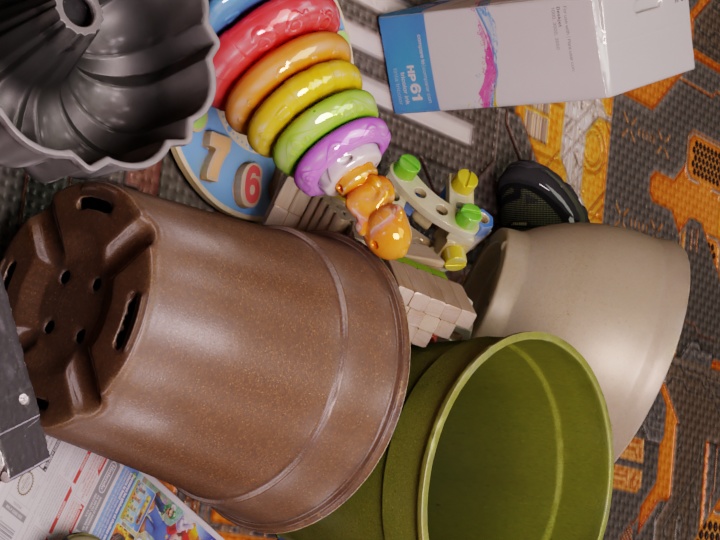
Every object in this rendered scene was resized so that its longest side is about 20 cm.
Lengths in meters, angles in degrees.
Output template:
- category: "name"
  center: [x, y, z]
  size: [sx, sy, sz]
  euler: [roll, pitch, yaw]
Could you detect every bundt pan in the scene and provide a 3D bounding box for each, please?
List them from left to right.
- category: "bundt pan"
  center: [-0.185, -0.140, 1.090]
  size: [0.202, 0.076, 0.202]
  euler: [18, 61, -35]

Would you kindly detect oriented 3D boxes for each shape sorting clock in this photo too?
- category: "shape sorting clock"
  center: [-0.068, -0.135, 1.296]
  size: [0.200, 0.039, 0.200]
  euler: [3, 86, -51]

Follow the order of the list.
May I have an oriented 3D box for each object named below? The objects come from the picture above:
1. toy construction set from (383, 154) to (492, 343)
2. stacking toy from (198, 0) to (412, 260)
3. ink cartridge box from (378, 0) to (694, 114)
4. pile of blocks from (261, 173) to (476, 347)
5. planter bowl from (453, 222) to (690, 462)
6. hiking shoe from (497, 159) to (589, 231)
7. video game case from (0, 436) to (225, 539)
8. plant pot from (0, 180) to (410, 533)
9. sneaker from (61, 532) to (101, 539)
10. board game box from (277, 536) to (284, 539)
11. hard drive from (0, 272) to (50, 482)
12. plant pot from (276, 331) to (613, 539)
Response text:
- category: "toy construction set"
  center: [0.032, -0.007, 1.340]
  size: [0.131, 0.092, 0.200]
  euler: [27, 32, -10]
- category: "stacking toy"
  center: [-0.025, -0.090, 1.177]
  size: [0.110, 0.116, 0.200]
  euler: [-23, 69, -36]
- category: "ink cartridge box"
  center: [0.138, -0.178, 1.427]
  size: [0.144, 0.200, 0.085]
  euler: [-22, 106, -49]
- category: "pile of blocks"
  center: [0.000, 0.000, 1.241]
  size: [0.082, 0.200, 0.062]
  euler: [11, 115, -42]
- category: "planter bowl"
  center: [0.144, 0.046, 1.406]
  size: [0.135, 0.200, 0.200]
  euler: [22, 67, -9]
- category: "hiking shoe"
  center: [0.146, 0.010, 1.530]
  size: [0.101, 0.076, 0.200]
  euler: [-33, 115, -50]
- category: "video game case"
  center: [-0.172, 0.187, 1.172]
  size: [0.200, 0.018, 0.143]
  euler: [49, 52, -38]
- category: "plant pot"
  center: [-0.107, 0.043, 1.121]
  size: [0.198, 0.200, 0.201]
  euler: [24, 70, -45]
- category: "sneaker"
  center: [-0.125, 0.238, 1.143]
  size: [0.077, 0.089, 0.200]
  euler: [-56, 129, -36]
- category: "board game box"
  center: [-0.009, 0.094, 1.365]
  size: [0.200, 0.034, 0.136]
  euler: [-37, 117, -46]
- category: "hard drive"
  center: [-0.248, 0.014, 0.986]
  size: [0.038, 0.140, 0.200]
  euler: [-29, 112, -48]
- category: "plant pot"
  center: [0.033, 0.133, 1.228]
  size: [0.200, 0.193, 0.201]
  euler: [-5, 97, -47]
